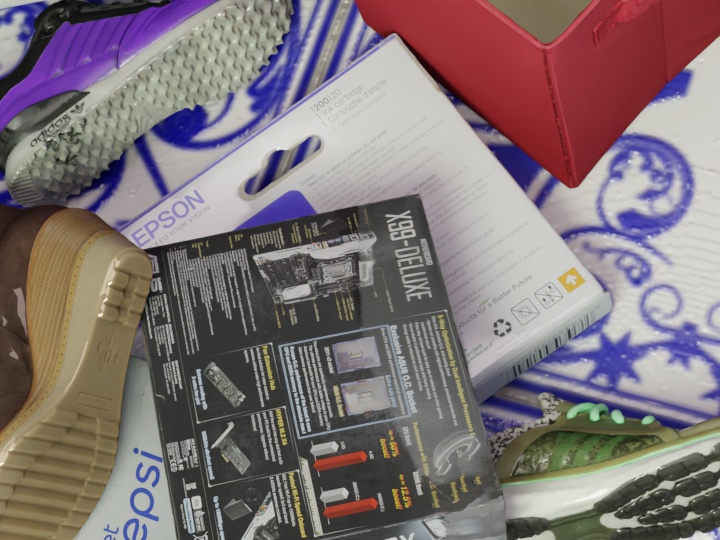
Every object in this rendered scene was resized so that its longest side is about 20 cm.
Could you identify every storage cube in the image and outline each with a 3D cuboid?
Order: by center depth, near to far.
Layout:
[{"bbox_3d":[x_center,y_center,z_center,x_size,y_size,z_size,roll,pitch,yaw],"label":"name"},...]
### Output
[{"bbox_3d":[0.100,-0.186,1.215,0.200,0.180,0.171,40,80,22],"label":"storage cube"}]

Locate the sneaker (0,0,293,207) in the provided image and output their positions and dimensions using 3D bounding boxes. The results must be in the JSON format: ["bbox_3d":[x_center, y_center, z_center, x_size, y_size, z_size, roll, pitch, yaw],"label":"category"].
[{"bbox_3d":[-0.139,-0.130,1.303,0.200,0.070,0.100,-33,59,-6],"label":"sneaker"}]

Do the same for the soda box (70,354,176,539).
[{"bbox_3d":[-0.135,0.148,1.175,0.063,0.068,0.200,-16,57,50],"label":"soda box"}]

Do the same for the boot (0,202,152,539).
[{"bbox_3d":[-0.193,0.058,1.171,0.166,0.072,0.200,14,79,46],"label":"boot"}]

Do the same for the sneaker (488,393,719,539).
[{"bbox_3d":[0.120,0.092,1.155,0.200,0.077,0.089,-14,53,3],"label":"sneaker"}]

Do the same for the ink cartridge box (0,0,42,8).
[{"bbox_3d":[-0.210,-0.229,1.336,0.200,0.057,0.163,-11,58,-14],"label":"ink cartridge box"}]

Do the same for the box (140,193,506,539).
[{"bbox_3d":[-0.024,0.063,1.128,0.158,0.050,0.200,-12,52,-4],"label":"box"}]

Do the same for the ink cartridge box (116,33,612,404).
[{"bbox_3d":[0.000,0.000,1.234,0.198,0.043,0.200,-35,68,-4],"label":"ink cartridge box"}]
